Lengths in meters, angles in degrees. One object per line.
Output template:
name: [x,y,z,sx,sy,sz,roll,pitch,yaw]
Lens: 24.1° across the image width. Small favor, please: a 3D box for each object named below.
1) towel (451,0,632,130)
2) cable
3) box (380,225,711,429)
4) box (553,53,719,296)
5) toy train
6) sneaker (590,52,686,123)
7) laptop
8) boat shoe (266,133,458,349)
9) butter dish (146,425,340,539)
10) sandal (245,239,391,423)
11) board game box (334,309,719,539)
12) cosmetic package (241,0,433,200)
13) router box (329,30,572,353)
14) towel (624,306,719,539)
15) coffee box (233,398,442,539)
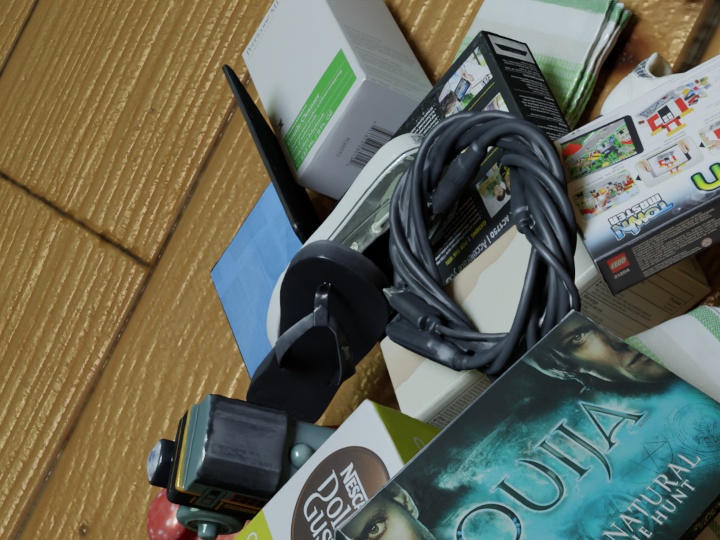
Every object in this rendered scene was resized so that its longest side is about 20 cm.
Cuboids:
towel: [0.110,-0.119,1.252,0.149,0.031,0.201,27,93,54]
cable: [0.081,-0.015,1.034,0.200,0.051,0.164,18,95,61]
box: [0.118,0.031,1.101,0.200,0.095,0.078,-41,43,23]
box: [0.212,-0.074,0.992,0.199,0.035,0.110,-27,42,7]
toy train: [-0.036,0.139,1.088,0.114,0.199,0.086,131,152,-62]
sneaker: [0.223,-0.082,1.066,0.081,0.076,0.200,-51,41,-2]
laptop: [-0.084,-0.014,1.307,0.115,0.200,0.188,-29,50,4]
boat shoe: [0.000,0.000,1.171,0.201,0.070,0.064,-58,42,27]
butter dish: [-0.087,0.191,1.197,0.199,0.147,0.201,-6,66,46]
sandal: [-0.029,0.055,1.156,0.201,0.076,0.043,111,177,-49]
board game box: [0.101,0.116,0.876,0.135,0.028,0.200,34,56,27]
cosmetic package: [-0.017,-0.149,1.343,0.108,0.084,0.200,-56,34,23]
router box: [0.068,-0.045,1.193,0.200,0.051,0.150,-48,48,35]
towel: [0.162,0.109,0.933,0.199,0.031,0.149,-25,52,-21]
coffee box: [0.042,0.232,0.985,0.198,0.199,0.200,-47,42,19]
